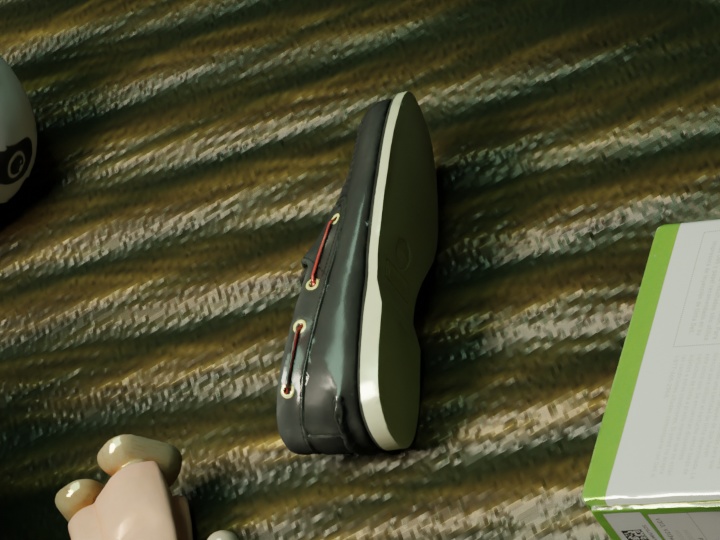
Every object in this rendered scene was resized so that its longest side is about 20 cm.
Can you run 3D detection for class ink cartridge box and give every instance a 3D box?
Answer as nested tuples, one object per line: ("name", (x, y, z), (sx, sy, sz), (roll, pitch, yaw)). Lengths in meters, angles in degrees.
("ink cartridge box", (0.207, 0.051, 1.158), (0.199, 0.076, 0.148), (-5, 50, 33))

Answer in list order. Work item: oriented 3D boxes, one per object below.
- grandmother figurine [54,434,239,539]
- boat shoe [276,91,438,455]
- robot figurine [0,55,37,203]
("grandmother figurine", (-0.093, 0.166, 1.305), (0.121, 0.060, 0.201), (-52, 35, 30))
("boat shoe", (-0.001, -0.002, 1.369), (0.063, 0.074, 0.202), (-7, 54, 23))
("robot figurine", (-0.276, -0.053, 1.597), (0.200, 0.125, 0.151), (-36, 50, 5))
